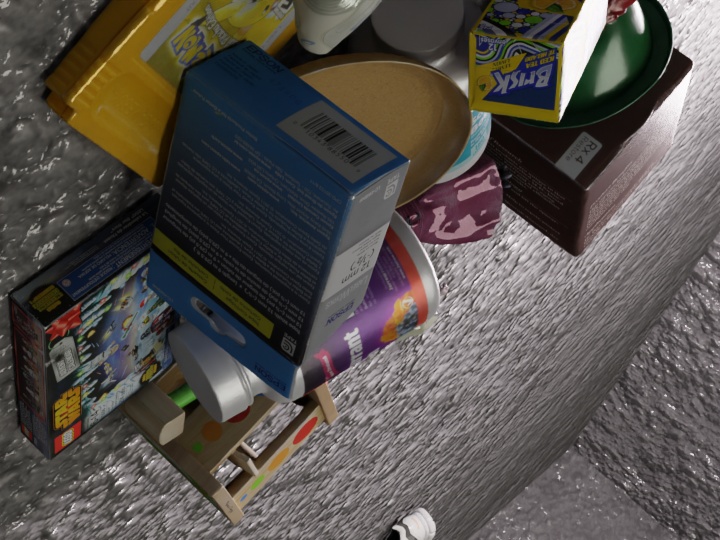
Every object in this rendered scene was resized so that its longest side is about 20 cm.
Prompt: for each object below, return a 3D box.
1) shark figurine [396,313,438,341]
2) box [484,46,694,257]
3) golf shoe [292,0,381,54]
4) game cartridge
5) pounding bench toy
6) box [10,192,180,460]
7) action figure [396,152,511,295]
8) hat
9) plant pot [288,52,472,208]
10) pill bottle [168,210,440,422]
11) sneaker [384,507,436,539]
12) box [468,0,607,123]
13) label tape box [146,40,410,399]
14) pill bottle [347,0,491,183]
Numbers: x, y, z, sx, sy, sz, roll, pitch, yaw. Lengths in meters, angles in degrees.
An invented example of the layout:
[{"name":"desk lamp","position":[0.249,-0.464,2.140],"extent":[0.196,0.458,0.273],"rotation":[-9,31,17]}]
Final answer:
[{"name":"shark figurine","position":[-0.015,-0.006,1.349],"extent":[0.128,0.089,0.215],"rotation":[-35,134,-16]},{"name":"box","position":[0.200,-0.148,1.488],"extent":[0.166,0.164,0.200],"rotation":[-48,164,-11]},{"name":"golf shoe","position":[0.006,-0.220,0.980],"extent":[0.200,0.078,0.097],"rotation":[-56,173,-36]},{"name":"game cartridge","position":[-0.099,-0.153,0.973],"extent":[0.200,0.032,0.176],"rotation":[-51,163,0]},{"name":"pounding bench toy","position":[-0.113,0.104,1.331],"extent":[0.156,0.124,0.200],"rotation":[-46,162,-11]},{"name":"box","position":[-0.194,0.046,1.149],"extent":[0.137,0.040,0.200],"rotation":[-39,160,-29]},{"name":"action figure","position":[0.038,-0.057,1.444],"extent":[0.200,0.149,0.134],"rotation":[-19,120,-25]},{"name":"hat","position":[0.181,-0.244,1.304],"extent":[0.200,0.166,0.176],"rotation":[-36,147,-6]},{"name":"plant pot","position":[-0.018,-0.096,1.116],"extent":[0.200,0.028,0.200],"rotation":[-13,149,-8]},{"name":"pill bottle","position":[-0.046,0.035,1.216],"extent":[0.200,0.112,0.111],"rotation":[-30,158,-17]},{"name":"sneaker","position":[0.068,0.501,2.757],"extent":[0.080,0.074,0.200],"rotation":[-19,145,-32]},{"name":"box","position":[0.137,-0.183,1.149],"extent":[0.200,0.070,0.064],"rotation":[-59,154,-54]},{"name":"label tape box","position":[-0.062,-0.030,1.023],"extent":[0.066,0.143,0.200],"rotation":[-36,155,-39]},{"name":"pill bottle","position":[0.048,-0.153,1.202],"extent":[0.111,0.111,0.200],"rotation":[-46,163,-11]}]
